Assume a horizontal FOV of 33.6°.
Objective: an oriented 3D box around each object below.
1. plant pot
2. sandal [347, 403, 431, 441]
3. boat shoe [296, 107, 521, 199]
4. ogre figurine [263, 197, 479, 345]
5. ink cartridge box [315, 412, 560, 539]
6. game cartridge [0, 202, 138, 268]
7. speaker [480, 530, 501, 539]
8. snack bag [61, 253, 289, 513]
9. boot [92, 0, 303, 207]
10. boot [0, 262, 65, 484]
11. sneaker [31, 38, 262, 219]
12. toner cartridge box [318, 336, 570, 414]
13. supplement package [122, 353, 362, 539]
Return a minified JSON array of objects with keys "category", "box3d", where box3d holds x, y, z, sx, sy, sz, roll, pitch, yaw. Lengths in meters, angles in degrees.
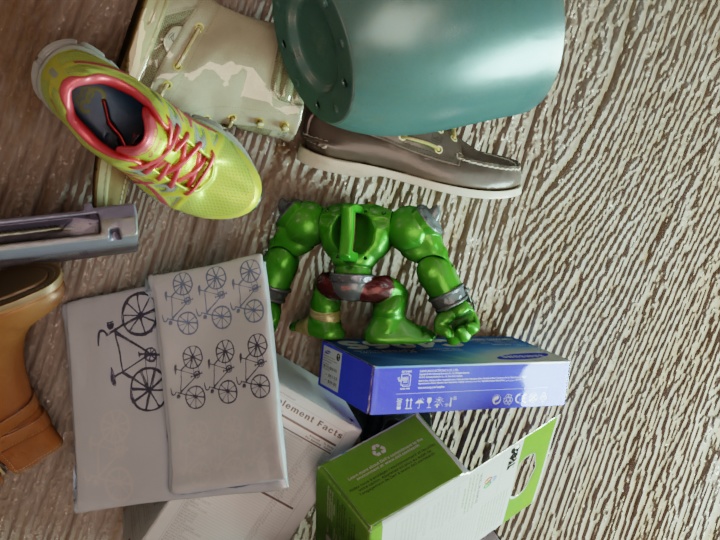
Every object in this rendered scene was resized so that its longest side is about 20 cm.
[{"category":"plant pot","box3d":[0.030,-0.194,0.909,0.161,0.201,0.201,-21,107,-23]},{"category":"sandal","box3d":[0.037,0.164,1.094,0.075,0.048,0.201,-16,107,-8]},{"category":"boat shoe","box3d":[0.048,-0.105,1.022,0.200,0.072,0.060,9,104,-9]},{"category":"ogre figurine","box3d":[0.000,0.000,1.016,0.200,0.098,0.120,6,99,31]},{"category":"ink cartridge box","box3d":[0.064,0.188,1.029,0.200,0.076,0.148,-27,144,-25]},{"category":"game cartridge","box3d":[-0.276,-0.023,0.937,0.200,0.130,0.038,-7,90,-11]},{"category":"speaker","box3d":[0.052,0.319,1.118,0.200,0.081,0.081,-28,108,-5]},{"category":"snack bag","box3d":[-0.158,0.094,0.970,0.200,0.021,0.189,-10,79,19]},{"category":"boot","box3d":[-0.130,-0.124,0.978,0.155,0.072,0.200,16,99,-18]},{"category":"boot","box3d":[-0.291,0.090,0.984,0.200,0.074,0.155,-27,114,15]},{"category":"sneaker","box3d":[-0.156,-0.093,0.893,0.200,0.090,0.078,31,95,-26]},{"category":"toner cartridge box","box3d":[0.073,0.089,1.035,0.200,0.095,0.043,1,101,-29]},{"category":"supplement package","box3d":[-0.105,0.175,1.032,0.114,0.110,0.200,33,94,-18]}]
